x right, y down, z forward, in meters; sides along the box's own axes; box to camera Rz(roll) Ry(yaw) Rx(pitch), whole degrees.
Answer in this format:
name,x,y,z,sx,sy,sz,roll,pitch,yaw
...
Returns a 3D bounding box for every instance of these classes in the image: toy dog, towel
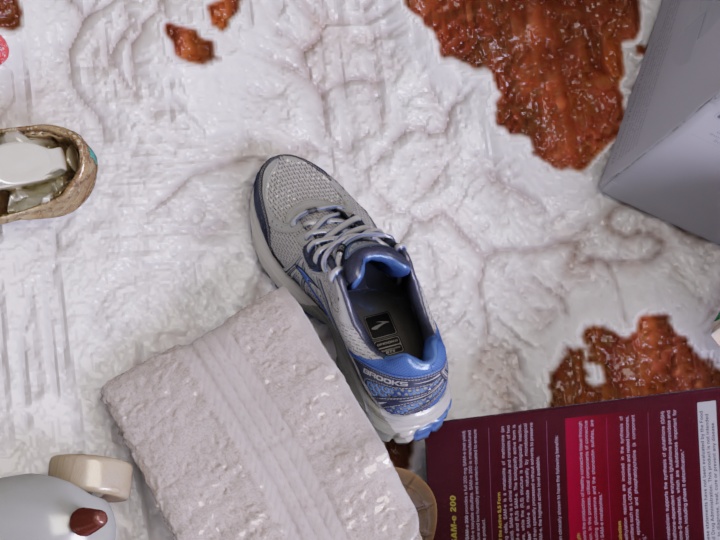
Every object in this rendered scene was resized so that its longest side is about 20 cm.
name,x,y,z,sx,sy,sz,roll,pitch,yaw
toy dog,-0.216,0.140,1.513,0.200,0.096,0.132,-12,78,-18
towel,-0.056,0.114,1.554,0.132,0.034,0.200,-28,62,-7

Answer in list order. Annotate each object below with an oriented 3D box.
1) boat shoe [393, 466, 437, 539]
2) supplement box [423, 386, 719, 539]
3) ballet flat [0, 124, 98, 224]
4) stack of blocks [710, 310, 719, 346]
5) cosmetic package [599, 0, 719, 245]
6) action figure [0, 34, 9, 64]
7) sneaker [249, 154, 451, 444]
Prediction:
name,x,y,z,sx,sy,sz,roll,pitch,yaw
boat shoe,-0.017,0.209,1.569,0.072,0.065,0.200,27,70,-20
supplement box,0.139,0.134,1.574,0.200,0.061,0.109,-8,73,24
ballet flat,-0.247,-0.050,1.574,0.200,0.065,0.071,-16,81,-19
stack of blocks,0.277,0.011,1.634,0.115,0.200,0.059,-41,89,13
cosmetic package,0.261,-0.140,1.670,0.123,0.200,0.200,24,70,-10
action figure,-0.295,-0.096,1.574,0.200,0.065,0.052,-23,119,-21
sneaker,0.000,0.000,1.604,0.077,0.085,0.200,-23,64,-20
